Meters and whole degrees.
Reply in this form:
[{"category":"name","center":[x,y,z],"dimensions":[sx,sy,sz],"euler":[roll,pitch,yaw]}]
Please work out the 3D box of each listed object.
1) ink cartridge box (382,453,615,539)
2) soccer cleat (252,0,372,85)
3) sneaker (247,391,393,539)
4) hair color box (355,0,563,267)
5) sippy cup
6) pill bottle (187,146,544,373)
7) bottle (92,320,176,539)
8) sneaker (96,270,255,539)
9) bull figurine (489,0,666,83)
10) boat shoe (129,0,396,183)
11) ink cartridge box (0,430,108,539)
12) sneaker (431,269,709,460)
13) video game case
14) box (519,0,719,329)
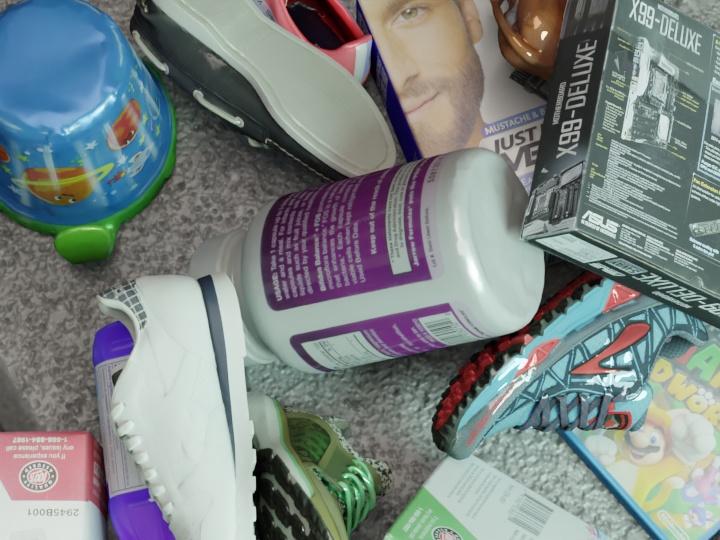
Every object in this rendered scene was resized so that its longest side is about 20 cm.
[{"category":"ink cartridge box","center":[0.104,0.206,1.229],"dimensions":[0.200,0.145,0.088],"euler":[28,113,9]},{"category":"soccer cleat","center":[-0.065,-0.193,1.395],"dimensions":[0.067,0.077,0.200],"euler":[-35,78,-30]},{"category":"sneaker","center":[-0.018,0.125,1.260],"dimensions":[0.088,0.200,0.077],"euler":[-2,115,-16]},{"category":"hair color box","center":[0.080,-0.097,1.378],"dimensions":[0.109,0.065,0.201],"euler":[-20,72,-6]},{"category":"sippy cup","center":[-0.187,-0.105,1.345],"dimensions":[0.178,0.130,0.140],"euler":[42,77,13]},{"category":"pill bottle","center":[0.000,0.000,1.290],"dimensions":[0.199,0.112,0.113],"euler":[-13,70,28]},{"category":"bottle","center":[-0.115,0.130,1.294],"dimensions":[0.065,0.083,0.201],"euler":[-14,74,20]},{"category":"sneaker","center":[-0.102,0.100,1.231],"dimensions":[0.080,0.076,0.201],"euler":[-5,72,-13]},{"category":"bull figurine","center":[0.158,-0.143,1.346],"dimensions":[0.065,0.200,0.122],"euler":[-38,49,33]},{"category":"boat shoe","center":[-0.065,-0.113,1.345],"dimensions":[0.200,0.060,0.074],"euler":[39,43,7]},{"category":"ink cartridge box","center":[-0.227,0.200,1.273],"dimensions":[0.145,0.085,0.201],"euler":[-1,74,0]},{"category":"sneaker","center":[0.134,0.063,1.290],"dimensions":[0.200,0.079,0.096],"euler":[-36,90,-22]},{"category":"video game case","center":[0.225,0.067,1.348],"dimensions":[0.200,0.018,0.143],"euler":[-39,76,-12]},{"category":"box","center":[0.196,-0.061,1.284],"dimensions":[0.200,0.050,0.158],"euler":[22,71,-32]}]
